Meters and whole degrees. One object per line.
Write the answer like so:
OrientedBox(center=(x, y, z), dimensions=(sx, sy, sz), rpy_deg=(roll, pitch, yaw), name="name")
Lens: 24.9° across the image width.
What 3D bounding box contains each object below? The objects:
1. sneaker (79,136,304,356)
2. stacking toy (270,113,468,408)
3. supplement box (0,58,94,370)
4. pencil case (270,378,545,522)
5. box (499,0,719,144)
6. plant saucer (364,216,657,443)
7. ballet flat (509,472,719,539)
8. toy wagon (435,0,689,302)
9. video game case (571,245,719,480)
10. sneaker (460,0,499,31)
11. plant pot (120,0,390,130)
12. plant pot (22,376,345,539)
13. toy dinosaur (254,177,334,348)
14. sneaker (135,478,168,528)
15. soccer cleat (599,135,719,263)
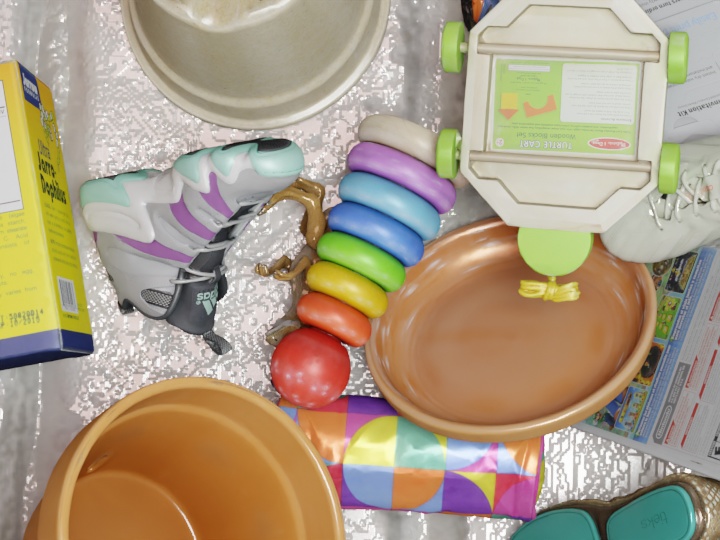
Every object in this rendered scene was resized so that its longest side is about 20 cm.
OrientedBox(center=(-0.103, -0.011, 1.120), dimensions=(0.199, 0.078, 0.141), rpy_deg=(-10, 94, 44), name="sneaker")
OrientedBox(center=(0.000, 0.000, 1.097), dimensions=(0.085, 0.085, 0.201), rpy_deg=(24, 83, 4), name="stacking toy")
OrientedBox(center=(-0.263, -0.031, 1.137), dimensions=(0.108, 0.110, 0.201), rpy_deg=(-10, 86, 1), name="supplement box")
OrientedBox(center=(0.028, 0.125, 1.125), dimensions=(0.199, 0.088, 0.089), rpy_deg=(6, 85, 2), name="pencil case")
OrientedBox(center=(0.185, -0.163, 1.067), dimensions=(0.200, 0.155, 0.041), rpy_deg=(53, 47, -22), name="box")
OrientedBox(center=(0.102, 0.042, 1.104), dimensions=(0.199, 0.038, 0.201), rpy_deg=(-11, 43, 10), name="plant saucer")
OrientedBox(center=(0.179, 0.180, 1.085), dimensions=(0.065, 0.200, 0.071), rpy_deg=(3, 73, -33), name="ballet flat")
OrientedBox(center=(0.126, -0.081, 1.039), dimensions=(0.154, 0.040, 0.201), rpy_deg=(5, 99, 13), name="toy wagon")
OrientedBox(center=(0.206, 0.051, 1.078), dimensions=(0.018, 0.200, 0.144), rpy_deg=(23, 86, -31), name="video game case")
OrientedBox(center=(0.116, -0.151, 1.151), dimensions=(0.078, 0.075, 0.201), rpy_deg=(-4, 87, -1), name="sneaker")
OrientedBox(center=(-0.081, -0.211, 1.107), dimensions=(0.199, 0.183, 0.202), rpy_deg=(0, 85, 2), name="plant pot")
OrientedBox(center=(-0.128, 0.180, 1.043), dimensions=(0.199, 0.140, 0.201), rpy_deg=(12, 67, -31), name="plant pot")
OrientedBox(center=(-0.015, -0.029, 1.163), dimensions=(0.106, 0.060, 0.200), rpy_deg=(41, 75, -6), name="toy dinosaur")
OrientedBox(center=(-0.165, 0.223, 1.127), dimensions=(0.075, 0.077, 0.201), rpy_deg=(4, 84, 4), name="sneaker")
OrientedBox(center=(0.233, -0.054, 1.034), dimensions=(0.199, 0.078, 0.070), rpy_deg=(-24, 98, 31), name="soccer cleat")
